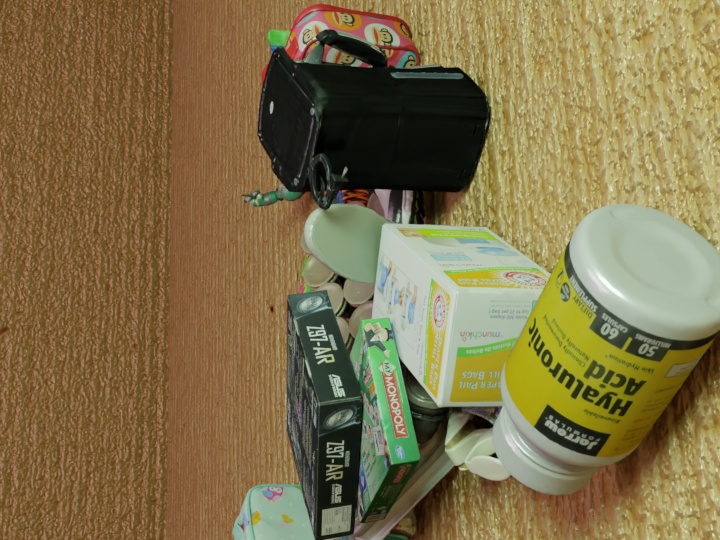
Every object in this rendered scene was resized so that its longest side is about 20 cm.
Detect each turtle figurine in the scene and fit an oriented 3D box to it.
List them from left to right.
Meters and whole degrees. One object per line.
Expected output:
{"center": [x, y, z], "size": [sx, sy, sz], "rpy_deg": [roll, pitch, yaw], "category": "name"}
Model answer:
{"center": [-0.118, -0.155, 1.646], "size": [0.150, 0.100, 0.201], "rpy_deg": [-59, 14, 27], "category": "turtle figurine"}

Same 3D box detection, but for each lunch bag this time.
{"center": [-0.078, 0.362, 1.326], "size": [0.201, 0.159, 0.078], "rpy_deg": [-108, 28, -46], "category": "lunch bag"}
{"center": [-0.037, -0.219, 1.275], "size": [0.201, 0.175, 0.082], "rpy_deg": [118, 146, -44], "category": "lunch bag"}

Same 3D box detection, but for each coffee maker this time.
{"center": [0.019, -0.129, 1.047], "size": [0.135, 0.198, 0.194], "rpy_deg": [-56, 44, 50], "category": "coffee maker"}

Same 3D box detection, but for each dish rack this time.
{"center": [0.025, 0.179, 1.136], "size": [0.200, 0.043, 0.172], "rpy_deg": [-50, 34, 28], "category": "dish rack"}

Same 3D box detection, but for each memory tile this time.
{"center": [0.000, 0.000, 1.244], "size": [0.152, 0.017, 0.201], "rpy_deg": [-26, 51, 21], "category": "memory tile"}

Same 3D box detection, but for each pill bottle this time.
{"center": [0.162, 0.063, 0.726], "size": [0.112, 0.110, 0.201], "rpy_deg": [-105, 25, -43], "category": "pill bottle"}

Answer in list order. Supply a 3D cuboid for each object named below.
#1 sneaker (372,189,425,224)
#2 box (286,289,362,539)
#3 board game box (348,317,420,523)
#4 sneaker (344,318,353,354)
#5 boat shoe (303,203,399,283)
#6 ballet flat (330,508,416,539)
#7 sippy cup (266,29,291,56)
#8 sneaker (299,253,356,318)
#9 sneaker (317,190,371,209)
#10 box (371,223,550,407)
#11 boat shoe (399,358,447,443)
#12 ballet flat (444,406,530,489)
{"center": [0.029, -0.114, 1.189], "size": [0.074, 0.079, 0.202], "rpy_deg": [68, -162, -64], "category": "sneaker"}
{"center": [-0.041, 0.148, 1.080], "size": [0.161, 0.043, 0.201], "rpy_deg": [-111, 19, -50], "category": "box"}
{"center": [0.012, 0.148, 1.006], "size": [0.200, 0.029, 0.136], "rpy_deg": [107, 154, -62], "category": "board game box"}
{"center": [-0.032, 0.141, 1.371], "size": [0.088, 0.081, 0.202], "rpy_deg": [155, 109, -68], "category": "sneaker"}
{"center": [0.010, -0.020, 1.054], "size": [0.071, 0.200, 0.071], "rpy_deg": [9, 86, 48], "category": "boat shoe"}
{"center": [0.010, 0.291, 1.227], "size": [0.200, 0.075, 0.065], "rpy_deg": [-37, 42, 55], "category": "ballet flat"}
{"center": [-0.061, -0.252, 1.426], "size": [0.139, 0.177, 0.132], "rpy_deg": [20, 110, 48], "category": "sippy cup"}
{"center": [-0.029, 0.001, 1.380], "size": [0.077, 0.083, 0.201], "rpy_deg": [-56, 14, 32], "category": "sneaker"}
{"center": [-0.018, -0.109, 1.373], "size": [0.201, 0.075, 0.079], "rpy_deg": [-108, 32, -45], "category": "sneaker"}
{"center": [0.093, 0.034, 0.937], "size": [0.200, 0.111, 0.102], "rpy_deg": [-130, 44, -67], "category": "box"}
{"center": [0.056, 0.093, 1.072], "size": [0.201, 0.066, 0.057], "rpy_deg": [-90, 11, -59], "category": "boat shoe"}
{"center": [0.110, 0.145, 0.917], "size": [0.200, 0.071, 0.073], "rpy_deg": [-176, 90, -71], "category": "ballet flat"}
